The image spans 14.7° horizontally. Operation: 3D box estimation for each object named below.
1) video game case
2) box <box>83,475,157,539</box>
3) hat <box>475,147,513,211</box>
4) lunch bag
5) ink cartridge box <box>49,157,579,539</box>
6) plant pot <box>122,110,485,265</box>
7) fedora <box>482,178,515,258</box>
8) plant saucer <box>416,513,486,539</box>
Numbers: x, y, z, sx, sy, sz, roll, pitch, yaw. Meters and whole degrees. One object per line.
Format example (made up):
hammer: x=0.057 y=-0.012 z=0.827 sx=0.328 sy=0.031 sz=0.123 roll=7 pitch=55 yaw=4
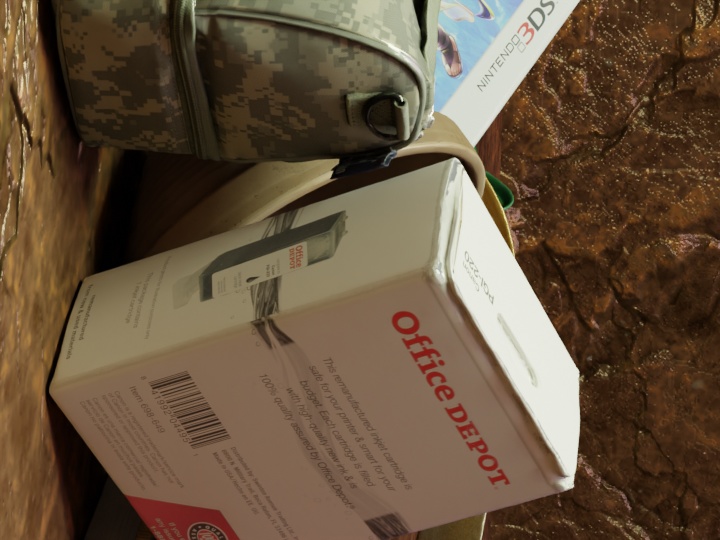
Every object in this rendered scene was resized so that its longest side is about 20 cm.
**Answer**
video game case: x=0.019 y=-0.176 z=1.502 sx=0.200 sy=0.045 sz=0.181 roll=48 pitch=52 yaw=-16
box: x=-0.103 y=0.202 z=1.394 sx=0.159 sy=0.048 sz=0.201 roll=-73 pitch=165 yaw=-58
hat: x=0.020 y=-0.145 z=1.636 sx=0.166 sy=0.199 sz=0.177 roll=-123 pitch=-132 yaw=-67
lunch bag: x=-0.040 y=-0.147 z=1.271 sx=0.140 sy=0.167 sz=0.201 roll=82 pitch=14 yaw=-55
ink cartridge box: x=-0.017 y=0.050 z=1.275 sx=0.146 sy=0.199 sz=0.085 roll=58 pitch=27 yaw=-33
plant pot: x=-0.046 y=-0.033 z=1.394 sx=0.093 sy=0.200 sz=0.201 roll=57 pitch=-6 yaw=20
fedora: x=0.000 y=0.000 z=1.524 sx=0.082 sy=0.200 sz=0.202 roll=130 pitch=-35 yaw=-76
plant saucer: x=0.046 y=0.166 z=1.559 sx=0.200 sy=0.035 sz=0.201 roll=11 pitch=90 yaw=-87
